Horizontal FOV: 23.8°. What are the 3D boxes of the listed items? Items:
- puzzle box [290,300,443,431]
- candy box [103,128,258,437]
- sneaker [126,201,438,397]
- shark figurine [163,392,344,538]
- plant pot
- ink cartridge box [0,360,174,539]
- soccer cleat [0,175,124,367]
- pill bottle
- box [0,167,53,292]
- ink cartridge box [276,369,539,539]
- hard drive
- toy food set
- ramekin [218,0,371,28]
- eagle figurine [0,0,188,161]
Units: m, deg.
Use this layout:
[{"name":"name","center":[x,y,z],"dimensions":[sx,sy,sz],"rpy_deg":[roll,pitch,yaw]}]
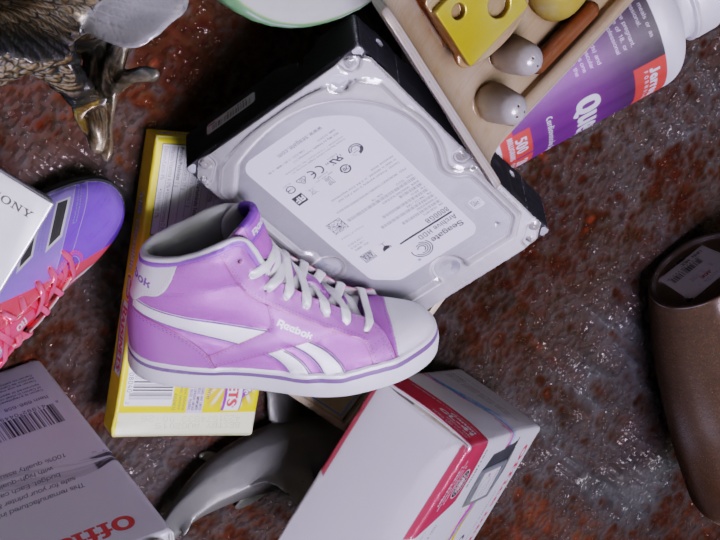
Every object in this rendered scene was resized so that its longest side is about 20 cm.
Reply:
[{"name":"puzzle box","center":[0.000,0.000,1.178],"dimensions":[0.133,0.025,0.201],"rpy_deg":[35,93,-34]},{"name":"candy box","center":[-0.103,0.011,1.102],"dimensions":[0.101,0.026,0.202],"rpy_deg":[1,108,-30]},{"name":"sneaker","center":[-0.042,0.014,1.048],"dimensions":[0.198,0.073,0.115],"rpy_deg":[-1,123,-15]},{"name":"shark figurine","center":[-0.076,0.160,1.194],"dimensions":[0.213,0.089,0.129],"rpy_deg":[-33,130,-18]},{"name":"plant pot","center":[0.312,0.074,1.382],"dimensions":[0.186,0.187,0.201],"rpy_deg":[-38,117,-11]},{"name":"ink cartridge box","center":[-0.213,0.155,1.011],"dimensions":[0.143,0.200,0.084],"rpy_deg":[-19,126,-25]},{"name":"soccer cleat","center":[-0.214,0.022,1.017],"dimensions":[0.199,0.073,0.068],"rpy_deg":[-38,132,-11]},{"name":"pill bottle","center":[0.134,-0.149,1.123],"dimensions":[0.199,0.113,0.113],"rpy_deg":[-28,130,-6]},{"name":"box","center":[-0.280,0.009,0.935],"dimensions":[0.144,0.036,0.201],"rpy_deg":[32,87,-17]},{"name":"ink cartridge box","center":[0.038,0.153,1.215],"dimensions":[0.148,0.085,0.200],"rpy_deg":[-59,161,10]},{"name":"hard drive","center":[0.007,-0.052,1.062],"dimensions":[0.139,0.038,0.200],"rpy_deg":[-31,131,23]},{"name":"toy food set","center":[0.109,-0.166,0.996],"dimensions":[0.200,0.060,0.144],"rpy_deg":[-47,126,-12]},{"name":"ramekin","center":[-0.038,-0.235,0.956],"dimensions":[0.199,0.098,0.201],"rpy_deg":[-24,136,-25]},{"name":"eagle figurine","center":[-0.201,-0.131,0.876],"dimensions":[0.199,0.151,0.152],"rpy_deg":[27,87,-41]}]
